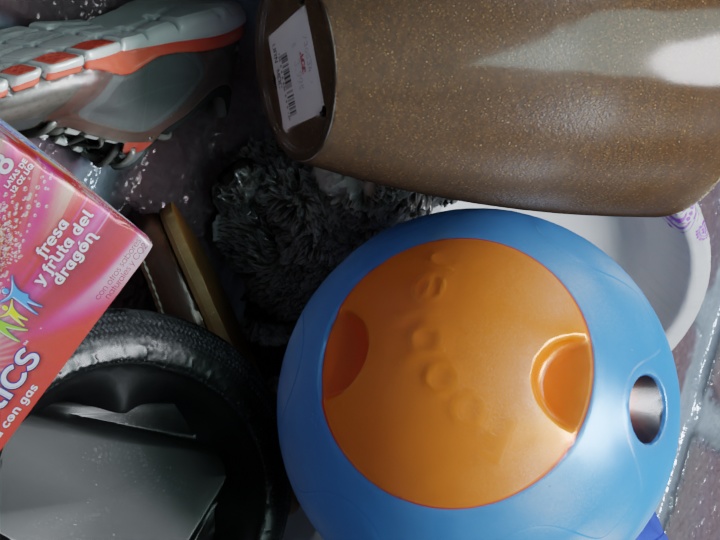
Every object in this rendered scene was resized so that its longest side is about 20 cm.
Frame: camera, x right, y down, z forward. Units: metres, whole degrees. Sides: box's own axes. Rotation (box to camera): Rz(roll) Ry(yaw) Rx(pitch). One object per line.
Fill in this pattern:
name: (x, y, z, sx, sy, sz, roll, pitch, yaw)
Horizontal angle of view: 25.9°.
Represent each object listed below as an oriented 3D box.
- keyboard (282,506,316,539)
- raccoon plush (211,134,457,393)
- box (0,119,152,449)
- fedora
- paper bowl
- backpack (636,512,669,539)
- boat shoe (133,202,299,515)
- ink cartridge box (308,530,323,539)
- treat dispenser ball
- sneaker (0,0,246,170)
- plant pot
keyboard: (-0.008, 0.085, 0.916, 0.011, 0.056, 0.200, 17, 103, -32)
raccoon plush: (0.000, 0.000, 0.889, 0.097, 0.134, 0.200, -31, 121, -43)
box: (-0.199, 0.028, 0.680, 0.200, 0.100, 0.095, -53, 131, -1)
fedora: (-0.134, 0.105, 0.796, 0.200, 0.092, 0.201, -8, 104, -36)
paper bowl: (0.111, -0.021, 0.983, 0.104, 0.200, 0.201, -92, 159, -55)
backpack: (0.083, 0.219, 1.005, 0.200, 0.162, 0.168, -30, 90, -37)
boat shoe: (-0.088, 0.061, 0.862, 0.070, 0.070, 0.200, -22, 112, 2)
ink cartridge box: (0.049, 0.154, 0.898, 0.200, 0.116, 0.068, -55, 149, -22)
treat dispenser ball: (0.059, 0.069, 0.786, 0.201, 0.201, 0.201, -10, 104, -44)
sneaker: (-0.132, -0.083, 0.789, 0.200, 0.077, 0.082, -22, 120, -40)
plant pot: (0.057, -0.108, 0.771, 0.200, 0.187, 0.187, -8, 104, -25)
